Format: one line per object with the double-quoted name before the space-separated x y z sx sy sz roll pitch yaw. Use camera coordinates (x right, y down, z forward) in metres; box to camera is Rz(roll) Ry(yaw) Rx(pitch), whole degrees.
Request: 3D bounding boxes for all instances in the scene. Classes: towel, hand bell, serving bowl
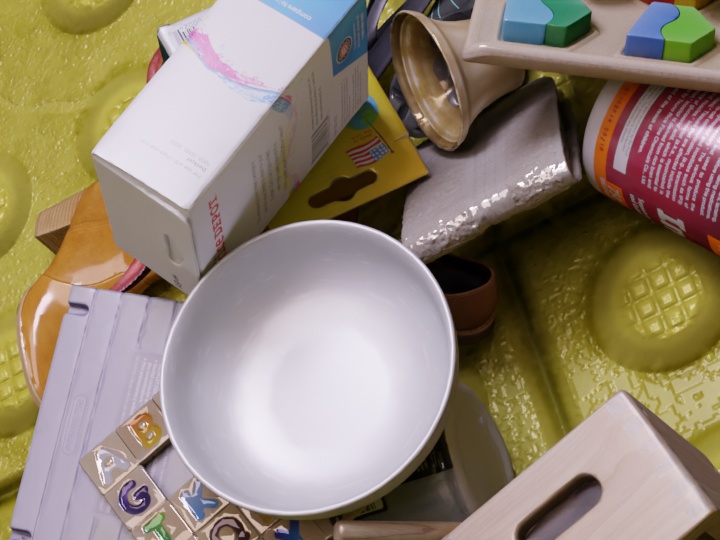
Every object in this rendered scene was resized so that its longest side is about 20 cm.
"towel" 0.090 -0.071 1.452 0.132 0.034 0.200 -29 18 15
"hand bell" 0.133 -0.167 1.479 0.200 0.104 0.104 -22 55 -17
"serving bowl" -0.027 0.071 1.339 0.200 0.066 0.200 -7 67 16

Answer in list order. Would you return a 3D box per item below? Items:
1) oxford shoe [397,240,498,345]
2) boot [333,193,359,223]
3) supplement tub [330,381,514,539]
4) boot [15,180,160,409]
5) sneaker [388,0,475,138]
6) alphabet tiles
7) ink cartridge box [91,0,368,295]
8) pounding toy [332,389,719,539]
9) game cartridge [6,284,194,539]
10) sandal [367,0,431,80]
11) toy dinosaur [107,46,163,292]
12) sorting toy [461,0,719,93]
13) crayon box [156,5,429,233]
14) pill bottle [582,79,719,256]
"oxford shoe" 0.000 0.000 1.452 0.200 0.071 0.071 6 57 -1
"boot" -0.020 0.019 1.526 0.200 0.077 0.155 7 69 39
"supplement tub" -0.003 0.159 1.418 0.200 0.123 0.123 -20 61 21
"boot" -0.191 0.010 1.615 0.144 0.071 0.201 -18 57 25
"sneaker" 0.086 -0.183 1.544 0.200 0.075 0.079 -55 10 -5
"alphabet tiles" -0.069 0.120 1.375 0.200 0.008 0.167 -42 61 -1
"ink cartridge box" -0.084 -0.098 1.384 0.085 0.145 0.200 31 69 14
"pounding toy" 0.127 0.176 1.301 0.200 0.184 0.142 -41 56 9
"game cartridge" -0.162 0.115 1.430 0.130 0.038 0.200 10 75 13
"sandal" 0.017 -0.187 1.563 0.043 0.076 0.200 34 97 -3
"toy dinosaur" -0.133 -0.093 1.542 0.105 0.200 0.182 -46 68 43
"sorting toy" 0.170 -0.180 1.405 0.185 0.037 0.200 7 30 6
"crayon box" -0.050 -0.112 1.499 0.127 0.051 0.200 -24 65 -10
"pill bottle" 0.255 -0.064 1.372 0.200 0.113 0.113 32 87 35
